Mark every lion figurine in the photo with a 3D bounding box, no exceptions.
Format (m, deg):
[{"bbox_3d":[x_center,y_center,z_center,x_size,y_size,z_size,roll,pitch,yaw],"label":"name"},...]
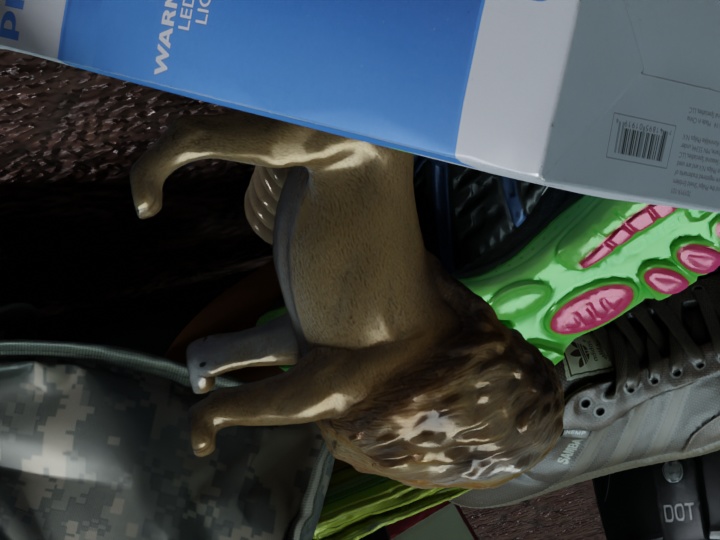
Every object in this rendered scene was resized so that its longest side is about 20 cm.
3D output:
[{"bbox_3d":[-0.005,-0.011,0.710,0.122,0.073,0.201,-12,116,2],"label":"lion figurine"}]

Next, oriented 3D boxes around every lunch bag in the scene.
[{"bbox_3d":[-0.120,0.087,0.816,0.199,0.118,0.164,15,160,-4],"label":"lunch bag"}]

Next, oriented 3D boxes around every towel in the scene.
[{"bbox_3d":[0.036,0.042,0.914,0.086,0.018,0.200,-24,-159,24],"label":"towel"}]

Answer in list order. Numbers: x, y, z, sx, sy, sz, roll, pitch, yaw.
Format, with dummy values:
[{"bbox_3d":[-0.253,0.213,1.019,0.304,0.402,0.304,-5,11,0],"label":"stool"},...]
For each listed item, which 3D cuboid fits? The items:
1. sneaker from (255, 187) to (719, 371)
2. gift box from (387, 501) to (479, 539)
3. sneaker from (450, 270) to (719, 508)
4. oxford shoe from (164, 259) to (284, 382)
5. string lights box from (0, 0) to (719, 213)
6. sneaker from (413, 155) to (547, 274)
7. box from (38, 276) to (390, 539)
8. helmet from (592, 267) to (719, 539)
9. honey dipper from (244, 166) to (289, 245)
[{"bbox_3d":[0.054,-0.009,0.830,0.199,0.084,0.077,-24,129,12],"label":"sneaker"},{"bbox_3d":[-0.032,0.166,1.067,0.186,0.200,0.185,-29,160,-4],"label":"gift box"},{"bbox_3d":[0.110,0.048,0.932,0.199,0.071,0.076,-27,155,13],"label":"sneaker"},{"bbox_3d":[0.000,0.000,0.894,0.199,0.072,0.071,-29,155,4],"label":"oxford shoe"},{"bbox_3d":[0.007,-0.063,0.568,0.200,0.059,0.103,17,-173,41],"label":"string lights box"},{"bbox_3d":[0.075,-0.080,0.744,0.200,0.076,0.077,-33,-167,26],"label":"sneaker"},{"bbox_3d":[-0.074,0.119,0.947,0.163,0.201,0.086,-13,161,-9],"label":"box"},{"bbox_3d":[0.201,0.065,1.046,0.199,0.191,0.200,8,155,4],"label":"helmet"},{"bbox_3d":[-0.004,-0.068,0.750,0.038,0.038,0.200,-9,156,-19],"label":"honey dipper"}]
